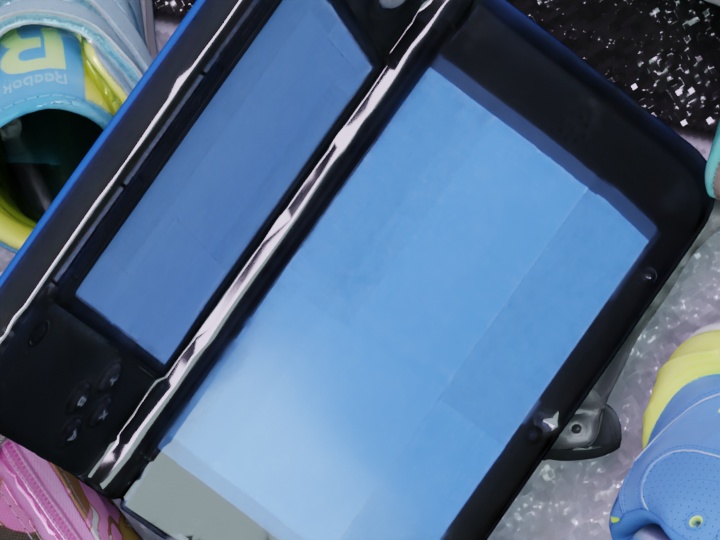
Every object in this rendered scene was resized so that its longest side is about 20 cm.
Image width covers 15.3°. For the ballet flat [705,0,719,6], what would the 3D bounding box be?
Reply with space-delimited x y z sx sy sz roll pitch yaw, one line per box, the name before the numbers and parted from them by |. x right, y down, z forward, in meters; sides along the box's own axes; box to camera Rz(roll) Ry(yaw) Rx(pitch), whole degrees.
ballet flat | 0.077 -0.147 0.820 0.200 0.064 0.067 41 87 14

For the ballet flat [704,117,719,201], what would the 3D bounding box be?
ballet flat | 0.173 -0.103 0.868 0.200 0.067 0.070 -44 54 0

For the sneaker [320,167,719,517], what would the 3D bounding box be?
sneaker | 0.040 0.046 0.882 0.104 0.060 0.200 22 90 -4

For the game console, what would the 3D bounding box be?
game console | 0.000 0.000 0.794 0.118 0.171 0.200 33 85 19

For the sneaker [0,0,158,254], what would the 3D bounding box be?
sneaker | -0.099 -0.096 0.818 0.079 0.131 0.201 -13 99 1

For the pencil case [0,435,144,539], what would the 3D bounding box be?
pencil case | -0.093 0.112 0.874 0.083 0.087 0.200 -29 103 15

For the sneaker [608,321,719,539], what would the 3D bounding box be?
sneaker | 0.159 0.081 0.829 0.105 0.200 0.076 -52 126 -21
